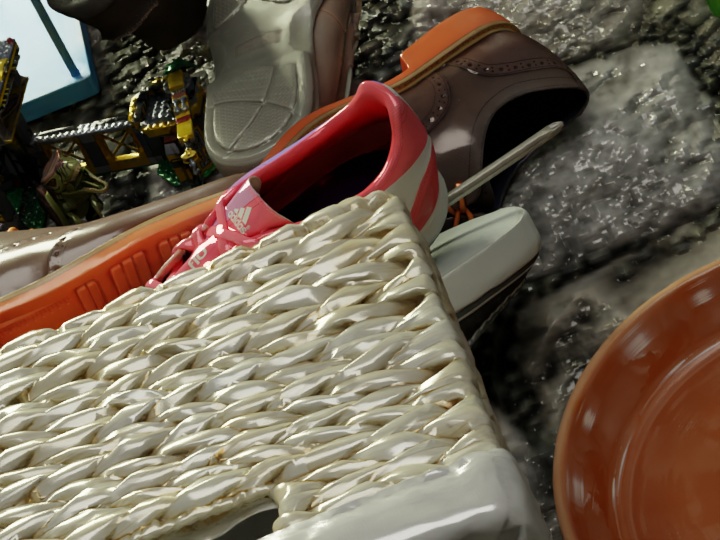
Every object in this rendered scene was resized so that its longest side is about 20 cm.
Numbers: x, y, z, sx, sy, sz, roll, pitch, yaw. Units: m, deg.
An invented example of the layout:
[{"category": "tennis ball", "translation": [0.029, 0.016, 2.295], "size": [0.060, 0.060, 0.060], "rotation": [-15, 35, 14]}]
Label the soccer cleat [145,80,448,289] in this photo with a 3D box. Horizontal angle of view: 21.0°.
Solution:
[{"category": "soccer cleat", "translation": [-0.051, 0.007, 0.723], "size": [0.200, 0.073, 0.068], "rotation": [-40, 58, -14]}]

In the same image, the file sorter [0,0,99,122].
[{"category": "file sorter", "translation": [-0.259, -0.139, 1.012], "size": [0.199, 0.123, 0.139], "rotation": [-22, 44, 3]}]

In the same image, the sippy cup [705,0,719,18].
[{"category": "sippy cup", "translation": [0.225, -0.114, 0.790], "size": [0.139, 0.178, 0.131], "rotation": [36, 76, -6]}]

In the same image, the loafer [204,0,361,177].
[{"category": "loafer", "translation": [-0.034, -0.101, 0.931], "size": [0.072, 0.063, 0.201], "rotation": [-13, 43, 19]}]

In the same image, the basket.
[{"category": "basket", "translation": [-0.031, 0.113, 0.635], "size": [0.197, 0.201, 0.161], "rotation": [-22, 43, 2]}]

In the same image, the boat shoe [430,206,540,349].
[{"category": "boat shoe", "translation": [-0.002, 0.052, 0.774], "size": [0.200, 0.064, 0.071], "rotation": [-38, 14, -6]}]

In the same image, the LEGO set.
[{"category": "LEGO set", "translation": [-0.145, -0.036, 0.872], "size": [0.153, 0.116, 0.201], "rotation": [-2, 49, 21]}]

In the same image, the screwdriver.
[{"category": "screwdriver", "translation": [0.000, 0.000, 0.778], "size": [0.199, 0.029, 0.028], "rotation": [-29, 13, -1]}]

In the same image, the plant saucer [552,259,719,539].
[{"category": "plant saucer", "translation": [0.170, 0.071, 0.705], "size": [0.199, 0.032, 0.201], "rotation": [-11, 47, 13]}]

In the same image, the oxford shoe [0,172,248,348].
[{"category": "oxford shoe", "translation": [-0.118, 0.000, 0.776], "size": [0.199, 0.072, 0.073], "rotation": [-25, 50, -17]}]

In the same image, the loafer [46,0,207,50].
[{"category": "loafer", "translation": [-0.100, -0.144, 0.938], "size": [0.073, 0.071, 0.200], "rotation": [-50, 13, 10]}]

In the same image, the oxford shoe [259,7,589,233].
[{"category": "oxford shoe", "translation": [0.016, -0.038, 0.843], "size": [0.200, 0.071, 0.072], "rotation": [-44, 54, -18]}]
